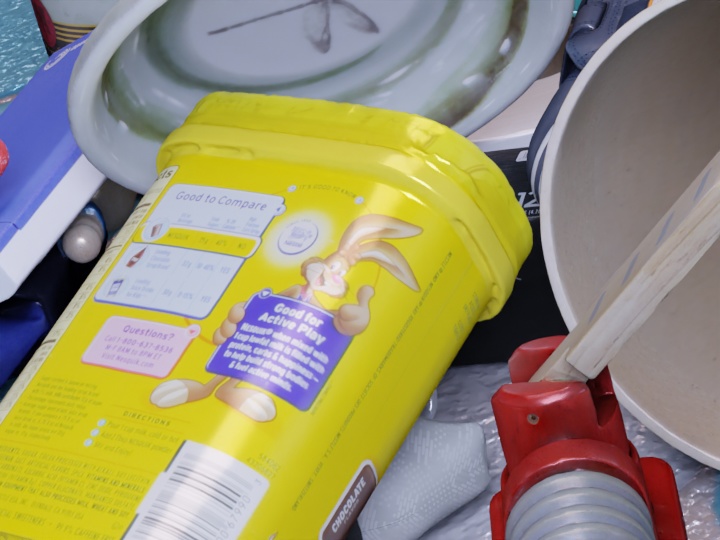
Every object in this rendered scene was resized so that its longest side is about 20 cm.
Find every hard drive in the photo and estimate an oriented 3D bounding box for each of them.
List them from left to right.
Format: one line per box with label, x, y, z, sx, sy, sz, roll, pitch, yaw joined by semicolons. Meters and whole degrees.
hard drive;-0.139;-0.045;1.184;0.132;0.025;0.200;-23;24;44

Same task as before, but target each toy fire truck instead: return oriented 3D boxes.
toy fire truck;0.080;0.078;0.830;0.128;0.201;0.176;-12;27;7

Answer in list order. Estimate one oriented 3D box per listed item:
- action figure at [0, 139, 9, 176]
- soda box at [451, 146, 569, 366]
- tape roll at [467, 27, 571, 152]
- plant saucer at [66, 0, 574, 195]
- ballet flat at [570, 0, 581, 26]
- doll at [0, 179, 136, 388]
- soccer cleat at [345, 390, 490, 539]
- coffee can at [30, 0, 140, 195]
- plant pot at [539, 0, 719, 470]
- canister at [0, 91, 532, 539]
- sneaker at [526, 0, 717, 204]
action figure;-0.213;-0.009;1.134;0.199;0.052;0.066;-26;18;32
soda box;0.000;0.000;1.160;0.199;0.071;0.063;-6;30;20
tape roll;0.077;-0.076;1.263;0.201;0.071;0.203;-13;27;7
plant saucer;-0.019;-0.096;1.066;0.199;0.200;0.050;-17;63;-2
ballet flat;0.139;-0.146;1.232;0.199;0.069;0.067;-2;10;14
doll;-0.145;0.018;1.174;0.137;0.048;0.200;-48;8;47
soccer cleat;-0.023;0.052;1.087;0.086;0.070;0.200;-23;34;-21
coffee can;-0.096;-0.159;1.369;0.145;0.201;0.147;-12;27;6
plant pot;0.191;-0.041;1.049;0.186;0.189;0.200;-1;17;27
canister;-0.048;0.041;0.984;0.148;0.087;0.201;9;54;38
sneaker;0.115;-0.088;1.127;0.079;0.079;0.200;33;46;24
